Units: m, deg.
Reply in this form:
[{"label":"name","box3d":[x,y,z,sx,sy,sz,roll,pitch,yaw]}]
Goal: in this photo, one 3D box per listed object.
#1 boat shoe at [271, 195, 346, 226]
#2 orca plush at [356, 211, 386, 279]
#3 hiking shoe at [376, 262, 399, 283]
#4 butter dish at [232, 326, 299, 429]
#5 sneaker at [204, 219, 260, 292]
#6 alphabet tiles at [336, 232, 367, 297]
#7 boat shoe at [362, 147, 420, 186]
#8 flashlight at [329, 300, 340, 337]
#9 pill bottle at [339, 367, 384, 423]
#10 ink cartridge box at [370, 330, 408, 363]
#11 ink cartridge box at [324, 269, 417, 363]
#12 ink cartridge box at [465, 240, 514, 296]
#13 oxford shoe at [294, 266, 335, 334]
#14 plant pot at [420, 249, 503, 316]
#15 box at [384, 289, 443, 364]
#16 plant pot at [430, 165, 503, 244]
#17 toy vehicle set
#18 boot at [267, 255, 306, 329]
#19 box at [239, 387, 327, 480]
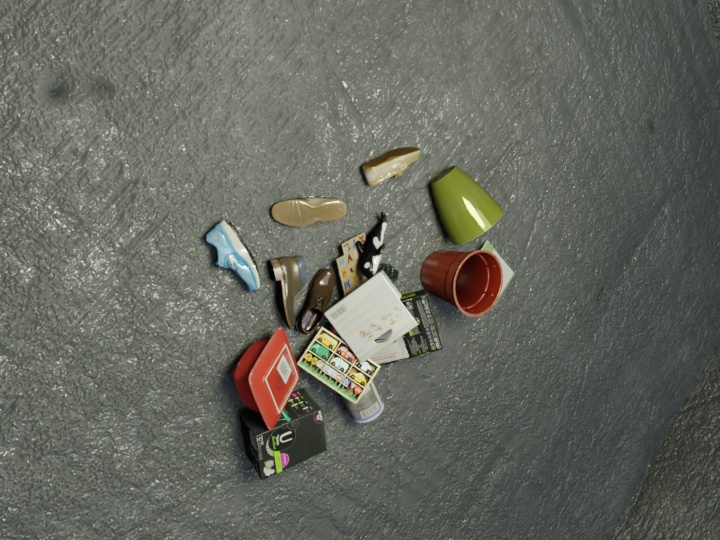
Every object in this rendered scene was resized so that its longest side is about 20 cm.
[{"label":"boat shoe","box3d":[-0.139,-0.164,1.388,0.199,0.065,0.072,-7,113,-11]},{"label":"orca plush","box3d":[0.026,-0.077,1.480,0.071,0.105,0.201,21,79,-14]},{"label":"hiking shoe","box3d":[0.047,0.045,1.521,0.074,0.087,0.200,40,35,5]},{"label":"butter dish","box3d":[-0.266,0.275,1.355,0.200,0.147,0.201,-61,145,-49]},{"label":"sneaker","box3d":[-0.322,-0.027,1.311,0.090,0.078,0.201,-29,111,-3]},{"label":"alphabet tiles","box3d":[0.000,0.000,1.511,0.166,0.006,0.201,-30,115,-42]},{"label":"boat shoe","box3d":[0.092,-0.302,1.505,0.199,0.074,0.070,-26,124,-24]},{"label":"flashlight","box3d":[-0.088,0.185,1.490,0.068,0.068,0.201,22,85,4]},{"label":"pill bottle","box3d":[-0.013,0.340,1.536,0.113,0.114,0.201,-32,114,-23]},{"label":"ink cartridge box","box3d":[0.058,0.205,1.531,0.115,0.068,0.201,-16,112,19]},{"label":"ink cartridge box","box3d":[0.030,0.125,1.410,0.200,0.044,0.174,-36,93,14]},{"label":"ink cartridge box","box3d":[0.436,0.009,1.785,0.200,0.048,0.146,42,77,-30]},{"label":"oxford shoe","box3d":[-0.113,0.086,1.438,0.072,0.084,0.201,23,84,-20]},{"label":"plant pot","box3d":[0.303,0.023,1.619,0.200,0.195,0.202,-6,103,-30]},{"label":"box","box3d":[0.135,0.174,1.578,0.192,0.048,0.201,-16,112,11]},{"label":"plant pot","box3d":[0.307,-0.215,1.603,0.187,0.187,0.200,-41,103,-18]},{"label":"toy vehicle set","box3d":[-0.061,0.263,1.440,0.199,0.027,0.125,34,80,-1]},{"label":"boot","box3d":[-0.180,0.056,1.400,0.096,0.075,0.201,-18,107,-24]},{"label":"box","box3d":[-0.209,0.442,1.420,0.199,0.124,0.149,-15,115,-29]}]
